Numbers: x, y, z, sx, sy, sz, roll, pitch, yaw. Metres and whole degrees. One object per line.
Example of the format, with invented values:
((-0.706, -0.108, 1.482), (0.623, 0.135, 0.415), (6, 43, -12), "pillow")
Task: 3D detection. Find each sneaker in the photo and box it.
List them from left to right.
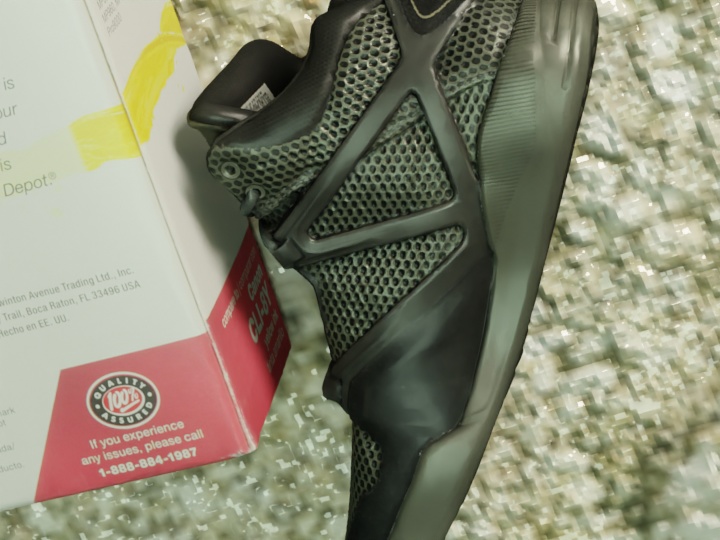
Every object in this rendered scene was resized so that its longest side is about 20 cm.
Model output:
((0.000, 0.000, 0.891), (0.114, 0.076, 0.200), (13, 113, 6), "sneaker")

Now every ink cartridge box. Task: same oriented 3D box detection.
((-0.122, -0.032, 0.892), (0.145, 0.083, 0.200), (-12, 112, 15), "ink cartridge box")
